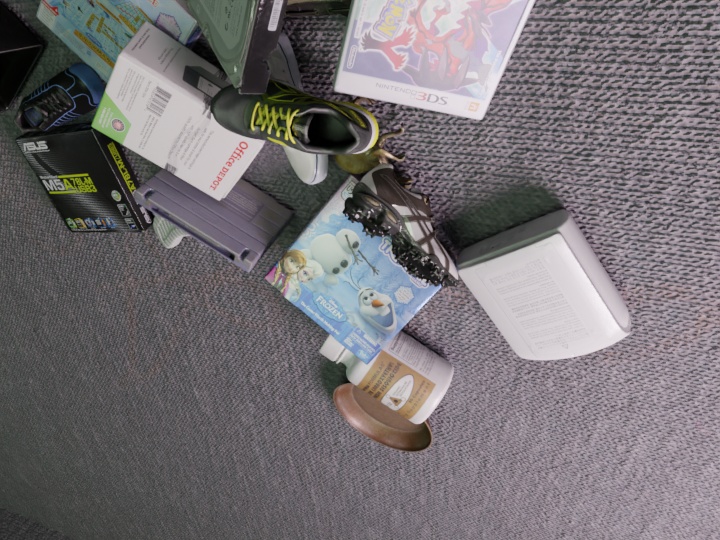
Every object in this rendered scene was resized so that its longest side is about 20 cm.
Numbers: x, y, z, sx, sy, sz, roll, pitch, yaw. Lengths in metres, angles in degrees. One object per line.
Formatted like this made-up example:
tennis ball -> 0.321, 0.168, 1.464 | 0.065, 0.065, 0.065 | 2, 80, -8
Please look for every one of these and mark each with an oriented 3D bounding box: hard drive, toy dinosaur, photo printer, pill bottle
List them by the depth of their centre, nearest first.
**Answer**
hard drive -> -0.144, -0.313, 0.663 | 0.200, 0.038, 0.140 | 60, 143, 29
toy dinosaur -> -0.010, -0.173, 0.770 | 0.200, 0.058, 0.101 | 36, 136, -3
photo printer -> 0.246, 0.033, 0.789 | 0.166, 0.069, 0.200 | -24, 113, 40
pill bottle -> 0.039, 0.148, 0.964 | 0.200, 0.114, 0.114 | 33, 134, 1

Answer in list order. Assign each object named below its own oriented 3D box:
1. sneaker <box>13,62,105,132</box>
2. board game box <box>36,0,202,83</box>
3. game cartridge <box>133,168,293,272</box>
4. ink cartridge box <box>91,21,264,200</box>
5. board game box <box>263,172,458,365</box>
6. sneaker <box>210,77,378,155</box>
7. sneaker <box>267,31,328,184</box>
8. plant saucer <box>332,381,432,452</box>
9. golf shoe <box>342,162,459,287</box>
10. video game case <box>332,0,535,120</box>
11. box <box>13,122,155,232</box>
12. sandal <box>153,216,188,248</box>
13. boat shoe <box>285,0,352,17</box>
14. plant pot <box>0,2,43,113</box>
sneaker -> -0.465, -0.255, 0.915 | 0.200, 0.078, 0.070 | -6, 128, 45
board game box -> -0.325, -0.347, 0.809 | 0.200, 0.041, 0.199 | 44, 134, -11
game cartridge -> -0.215, -0.095, 0.893 | 0.200, 0.130, 0.038 | 32, 137, 2
ink cartridge box -> -0.238, -0.208, 0.812 | 0.200, 0.084, 0.145 | 30, 138, -21
board game box -> 0.000, 0.000, 0.854 | 0.200, 0.043, 0.199 | 40, 104, -6
sneaker -> -0.079, -0.177, 0.683 | 0.199, 0.085, 0.075 | 9, 109, 3
sneaker -> -0.105, -0.200, 0.764 | 0.073, 0.071, 0.200 | -2, 114, 50
plant saucer -> 0.045, 0.259, 1.092 | 0.200, 0.037, 0.201 | 21, 141, 18
golf shoe -> 0.073, -0.056, 0.772 | 0.200, 0.095, 0.078 | 42, 157, -28
video game case -> 0.080, -0.261, 0.620 | 0.182, 0.023, 0.200 | 8, 134, -12
box -> -0.479, -0.158, 1.044 | 0.200, 0.048, 0.193 | 2, 129, 26
sandal -> -0.296, -0.095, 0.999 | 0.202, 0.050, 0.083 | -17, 102, 51
boat shoe -> -0.010, -0.315, 0.653 | 0.199, 0.073, 0.065 | 7, 153, 15
plant pot -> -0.646, -0.342, 0.894 | 0.199, 0.200, 0.178 | -27, 99, 41
